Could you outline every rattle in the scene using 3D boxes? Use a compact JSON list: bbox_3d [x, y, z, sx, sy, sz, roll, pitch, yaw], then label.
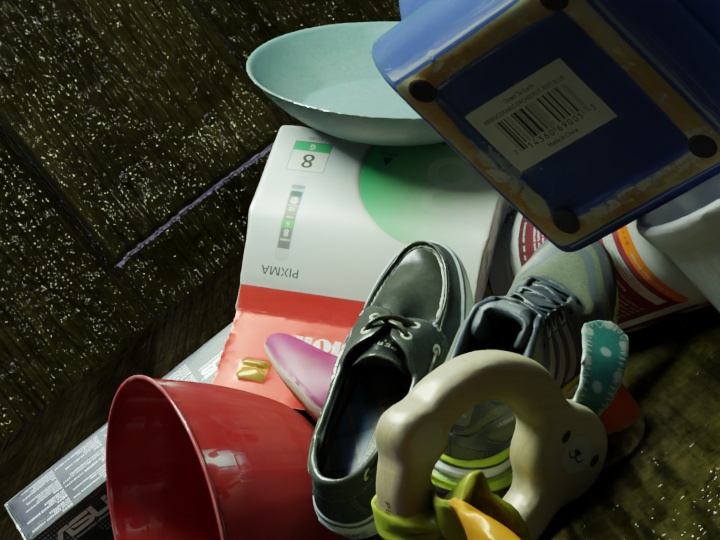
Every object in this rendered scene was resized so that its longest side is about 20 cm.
[{"bbox_3d":[0.115,0.100,1.271,0.200,0.130,0.143,-12,3,-34],"label":"rattle"}]

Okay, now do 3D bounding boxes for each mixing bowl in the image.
[{"bbox_3d":[-0.071,0.154,1.470,0.108,0.200,0.200,-10,-4,-24],"label":"mixing bowl"}]

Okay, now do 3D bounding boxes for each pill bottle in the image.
[{"bbox_3d":[0.167,-0.018,1.525,0.113,0.113,0.200,-43,9,-30],"label":"pill bottle"}]

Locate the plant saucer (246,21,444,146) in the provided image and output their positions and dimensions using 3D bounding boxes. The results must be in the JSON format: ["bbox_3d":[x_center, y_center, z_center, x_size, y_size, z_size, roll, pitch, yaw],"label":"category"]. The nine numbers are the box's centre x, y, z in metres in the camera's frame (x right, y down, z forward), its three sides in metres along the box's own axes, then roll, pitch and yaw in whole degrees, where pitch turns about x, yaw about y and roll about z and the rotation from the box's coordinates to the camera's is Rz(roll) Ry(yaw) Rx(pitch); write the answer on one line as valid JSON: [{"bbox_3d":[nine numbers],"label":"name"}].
[{"bbox_3d":[0.023,-0.120,1.607,0.201,0.039,0.201,1,23,-1],"label":"plant saucer"}]

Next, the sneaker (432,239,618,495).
[{"bbox_3d":[0.097,0.040,1.382,0.081,0.074,0.200,88,-155,-45],"label":"sneaker"}]

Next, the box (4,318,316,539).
[{"bbox_3d":[-0.110,0.150,1.620,0.200,0.048,0.193,-38,-37,-1],"label":"box"}]

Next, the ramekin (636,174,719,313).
[{"bbox_3d":[0.260,-0.047,1.330,0.200,0.098,0.200,-38,7,6],"label":"ramekin"}]

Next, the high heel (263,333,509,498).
[{"bbox_3d":[0.029,0.076,1.444,0.096,0.067,0.200,-45,51,-7],"label":"high heel"}]

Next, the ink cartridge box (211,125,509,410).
[{"bbox_3d":[0.000,0.000,1.542,0.050,0.161,0.200,82,-159,-49],"label":"ink cartridge box"}]

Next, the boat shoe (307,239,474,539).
[{"bbox_3d":[0.018,0.059,1.392,0.069,0.057,0.200,6,57,19],"label":"boat shoe"}]

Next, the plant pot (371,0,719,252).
[{"bbox_3d":[0.135,-0.139,1.338,0.200,0.200,0.180,-30,24,43],"label":"plant pot"}]

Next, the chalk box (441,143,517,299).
[{"bbox_3d":[0.090,-0.043,1.693,0.124,0.200,0.124,-41,8,-20],"label":"chalk box"}]
